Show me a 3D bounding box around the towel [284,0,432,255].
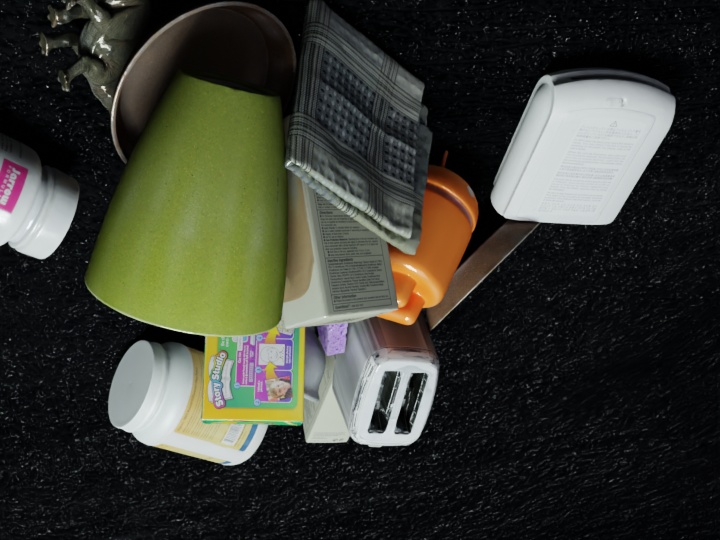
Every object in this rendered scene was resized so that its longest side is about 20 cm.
[{"bbox_3d":[0.009,-0.140,0.849,0.034,0.195,0.199,-16,147,36],"label":"towel"}]

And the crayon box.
[{"bbox_3d":[-0.123,0.078,1.008,0.117,0.204,0.058,2,169,-6],"label":"crayon box"}]

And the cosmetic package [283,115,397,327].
[{"bbox_3d":[-0.035,-0.049,0.874,0.104,0.204,0.071,-2,169,-41],"label":"cosmetic package"}]

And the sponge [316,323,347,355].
[{"bbox_3d":[-0.038,0.002,1.043,0.029,0.113,0.201,-8,144,-13],"label":"sponge"}]

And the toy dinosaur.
[{"bbox_3d":[-0.233,-0.223,0.794,0.101,0.077,0.202,-17,141,-40],"label":"toy dinosaur"}]

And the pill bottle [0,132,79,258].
[{"bbox_3d":[-0.398,-0.093,0.870,0.199,0.115,0.113,27,129,-38],"label":"pill bottle"}]

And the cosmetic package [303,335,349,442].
[{"bbox_3d":[-0.034,0.164,1.279,0.070,0.106,0.201,3,141,-18],"label":"cosmetic package"}]

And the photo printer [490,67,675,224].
[{"bbox_3d":[0.257,-0.144,0.991,0.163,0.070,0.201,1,139,-14],"label":"photo printer"}]

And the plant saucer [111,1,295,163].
[{"bbox_3d":[-0.153,-0.173,0.826,0.199,0.035,0.202,-31,149,-20],"label":"plant saucer"}]

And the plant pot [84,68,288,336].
[{"bbox_3d":[-0.138,-0.071,0.777,0.184,0.187,0.203,10,106,-23],"label":"plant pot"}]

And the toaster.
[{"bbox_3d":[0.035,0.129,1.099,0.112,0.130,0.203,6,119,-17],"label":"toaster"}]

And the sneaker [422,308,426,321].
[{"bbox_3d":[0.072,0.034,1.165,0.079,0.075,0.201,0,140,-13],"label":"sneaker"}]

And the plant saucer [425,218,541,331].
[{"bbox_3d":[0.150,-0.004,1.089,0.200,0.035,0.200,-43,173,-6],"label":"plant saucer"}]

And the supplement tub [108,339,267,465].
[{"bbox_3d":[-0.242,0.188,1.225,0.198,0.146,0.144,26,130,-37],"label":"supplement tub"}]

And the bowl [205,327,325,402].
[{"bbox_3d":[-0.119,0.084,1.133,0.200,0.200,0.091,37,82,-43],"label":"bowl"}]

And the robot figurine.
[{"bbox_3d":[0.067,-0.039,0.996,0.143,0.202,0.116,37,155,-19],"label":"robot figurine"}]
